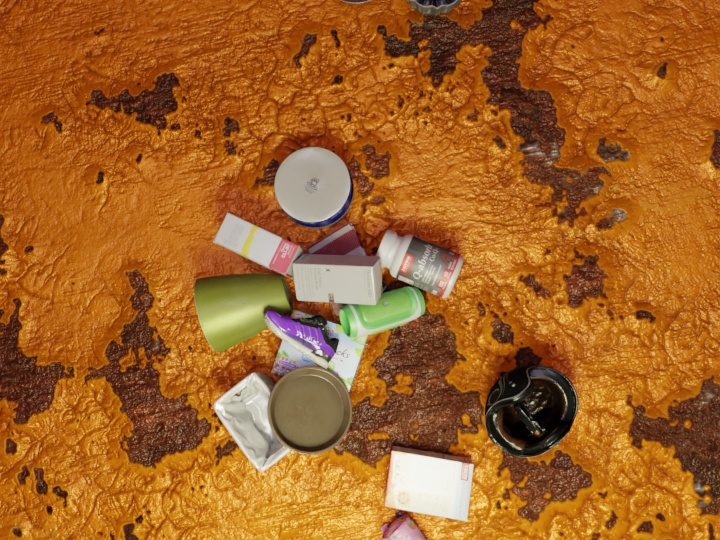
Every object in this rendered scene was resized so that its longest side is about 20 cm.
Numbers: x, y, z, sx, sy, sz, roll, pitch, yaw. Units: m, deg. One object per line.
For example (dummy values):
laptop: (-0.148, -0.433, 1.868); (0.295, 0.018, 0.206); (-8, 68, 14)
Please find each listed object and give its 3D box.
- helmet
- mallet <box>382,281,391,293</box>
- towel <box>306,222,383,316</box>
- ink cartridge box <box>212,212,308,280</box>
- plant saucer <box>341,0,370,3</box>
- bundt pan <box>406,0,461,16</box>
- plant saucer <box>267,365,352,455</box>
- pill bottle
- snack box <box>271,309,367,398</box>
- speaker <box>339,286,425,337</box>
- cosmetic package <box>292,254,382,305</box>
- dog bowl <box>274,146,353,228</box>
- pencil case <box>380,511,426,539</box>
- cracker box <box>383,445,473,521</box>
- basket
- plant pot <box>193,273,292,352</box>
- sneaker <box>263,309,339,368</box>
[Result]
helmet: (0.390, 0.313, 1.186); (0.200, 0.191, 0.200); (13, 115, 30)
mallet: (0.000, 0.000, 1.325); (0.066, 0.041, 0.200); (-37, 79, 1)
towel: (-0.042, -0.003, 1.309); (0.144, 0.023, 0.200); (-29, 76, 19)
ink cartridge box: (-0.244, -0.058, 1.290); (0.200, 0.145, 0.084); (25, 86, 5)
plant saucer: (-0.008, -0.816, 1.412); (0.200, 0.034, 0.201); (0, 83, 4)
bundt pan: (0.198, -0.769, 1.371); (0.202, 0.076, 0.202); (0, 83, 4)
plant saucer: (-0.118, 0.324, 1.200); (0.200, 0.029, 0.200); (6, 68, -16)
pill bottle: (0.142, -0.020, 1.275); (0.200, 0.116, 0.116); (22, 86, 6)
snack box: (-0.099, 0.207, 1.291); (0.200, 0.068, 0.169); (19, 85, 4)
speaker: (0.054, 0.100, 1.256); (0.200, 0.088, 0.089); (-15, 83, -20)
cosmetic package: (-0.053, 0.020, 1.229); (0.200, 0.074, 0.102); (2, 112, 18)
dog bowl: (-0.119, -0.212, 1.332); (0.200, 0.079, 0.200); (0, 84, 4)
pencil case: (0.134, 0.682, 1.220); (0.087, 0.087, 0.200); (-38, 82, -1)
cracker box: (0.164, 0.512, 1.246); (0.200, 0.058, 0.134); (8, 85, 6)
basket: (-0.237, 0.358, 1.257); (0.136, 0.123, 0.200); (-38, 84, -1)
plant pot: (-0.275, 0.081, 1.262); (0.200, 0.187, 0.187); (-17, 83, -1)
sneaker: (-0.134, 0.138, 1.222); (0.200, 0.070, 0.100); (40, 76, -16)
